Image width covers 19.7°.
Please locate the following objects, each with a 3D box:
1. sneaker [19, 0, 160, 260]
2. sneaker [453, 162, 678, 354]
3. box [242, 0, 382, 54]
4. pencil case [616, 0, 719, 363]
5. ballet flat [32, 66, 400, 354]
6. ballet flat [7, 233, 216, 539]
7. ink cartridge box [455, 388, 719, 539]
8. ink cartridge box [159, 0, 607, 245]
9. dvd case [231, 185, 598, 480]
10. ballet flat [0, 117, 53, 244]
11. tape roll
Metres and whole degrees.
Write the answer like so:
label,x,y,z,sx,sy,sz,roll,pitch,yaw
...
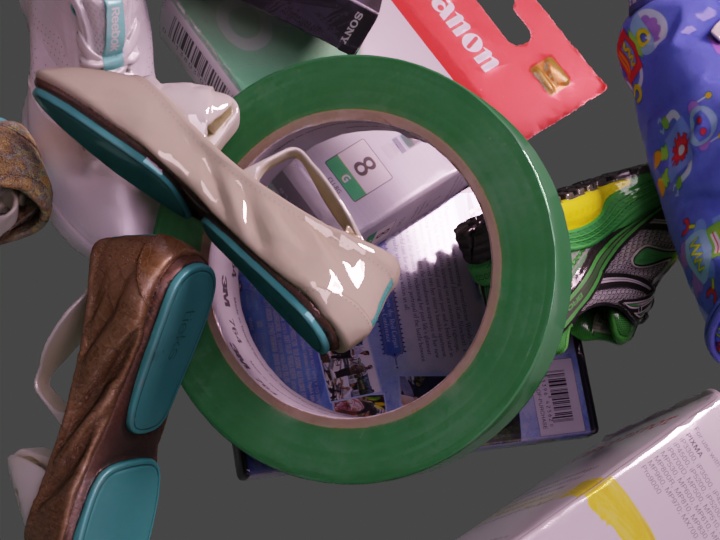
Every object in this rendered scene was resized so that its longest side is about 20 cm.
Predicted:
label,x,y,z,sx,sy,sz,roll,pitch,yaw
sneaker,-0.129,-0.101,1.020,0.075,0.088,0.201,-9,78,-23
sneaker,0.130,-0.007,1.085,0.199,0.078,0.086,-19,94,-40
box,-0.045,-0.207,1.064,0.142,0.036,0.201,25,42,-12
pencil case,0.185,-0.052,1.018,0.077,0.087,0.201,3,54,-21
ballet flat,-0.062,-0.043,0.956,0.200,0.070,0.069,41,65,11
ballet flat,-0.127,0.075,0.971,0.068,0.072,0.201,-1,109,-60
ink cartridge box,0.094,0.153,0.995,0.199,0.145,0.084,-32,88,-25
ink cartridge box,0.018,-0.118,1.088,0.199,0.050,0.161,-33,79,-23
dvd case,0.021,0.027,1.075,0.199,0.018,0.144,-5,76,-20
ballet flat,-0.234,-0.016,0.965,0.199,0.071,0.071,-20,82,-27
tape roll,0.000,0.000,0.988,0.199,0.048,0.202,-1,86,15
